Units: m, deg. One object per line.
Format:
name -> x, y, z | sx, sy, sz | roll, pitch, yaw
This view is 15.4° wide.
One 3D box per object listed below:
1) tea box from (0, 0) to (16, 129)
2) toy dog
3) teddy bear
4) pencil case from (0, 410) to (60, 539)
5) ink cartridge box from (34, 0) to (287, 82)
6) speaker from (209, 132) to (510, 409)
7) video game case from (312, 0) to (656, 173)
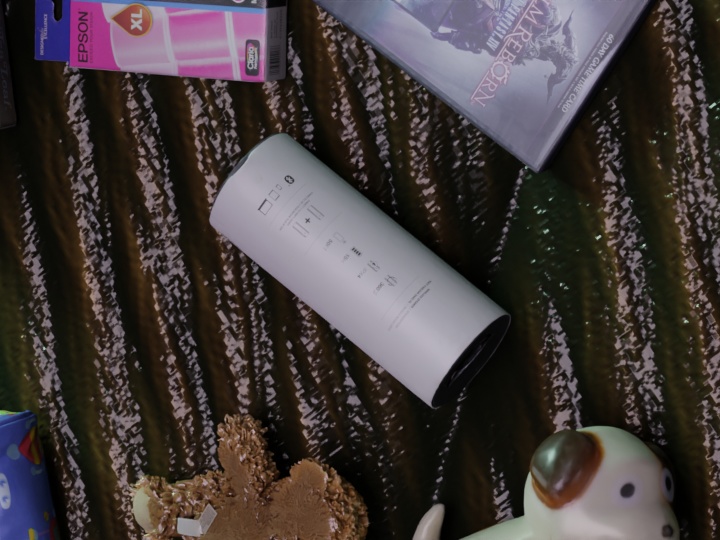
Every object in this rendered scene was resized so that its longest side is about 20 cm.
tea box -> -0.347, -0.182, 1.815 | 0.133, 0.197, 0.200 | -3, 96, 26
toy dog -> 0.128, 0.189, 1.697 | 0.200, 0.139, 0.194 | -54, 38, 24
teddy bear -> -0.074, 0.175, 1.824 | 0.200, 0.067, 0.145 | -34, 74, 33
pencil case -> -0.256, 0.196, 1.898 | 0.087, 0.078, 0.200 | -11, 94, -2
ink cartridge box -> -0.143, -0.182, 1.809 | 0.200, 0.037, 0.095 | 7, 101, 27
speaker -> 0.000, 0.000, 1.742 | 0.200, 0.081, 0.081 | 39, 113, 15
video game case -> 0.076, -0.178, 1.711 | 0.200, 0.019, 0.143 | 39, 113, 16
